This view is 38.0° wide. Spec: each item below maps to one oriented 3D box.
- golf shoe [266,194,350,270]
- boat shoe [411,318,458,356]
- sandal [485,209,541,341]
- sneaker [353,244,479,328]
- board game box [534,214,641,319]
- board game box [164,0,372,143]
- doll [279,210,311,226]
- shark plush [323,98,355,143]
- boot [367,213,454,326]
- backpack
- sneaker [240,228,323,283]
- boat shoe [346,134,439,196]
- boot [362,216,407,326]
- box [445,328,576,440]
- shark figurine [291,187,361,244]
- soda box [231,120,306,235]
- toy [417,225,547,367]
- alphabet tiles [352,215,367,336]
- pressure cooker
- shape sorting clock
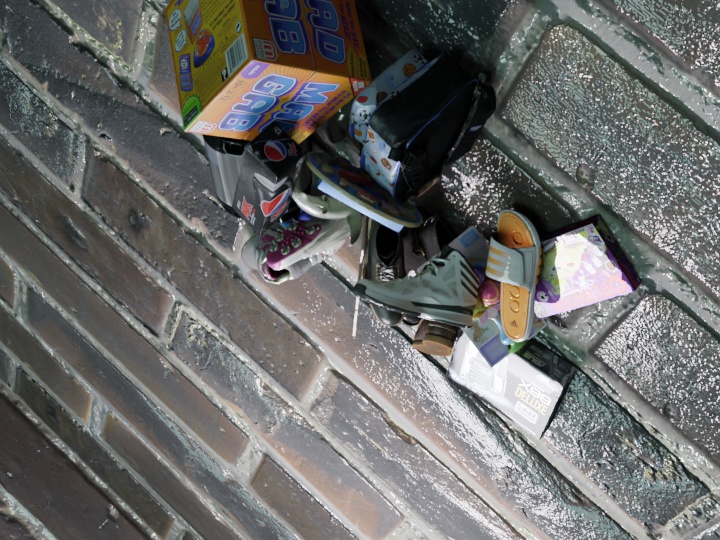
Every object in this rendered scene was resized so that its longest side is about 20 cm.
[{"bbox_3d":[-0.069,-0.052,1.743,0.075,0.199,0.092,27,149,46],"label":"golf shoe"},{"bbox_3d":[0.132,0.103,1.768,0.069,0.071,0.200,14,169,-4],"label":"boat shoe"},{"bbox_3d":[0.224,0.016,1.558,0.079,0.059,0.210,16,117,45],"label":"sandal"},{"bbox_3d":[0.089,0.011,1.578,0.197,0.117,0.076,14,178,-19],"label":"sneaker"},{"bbox_3d":[0.306,-0.001,1.548,0.120,0.032,0.199,51,144,-11],"label":"board game box"},{"bbox_3d":[-0.135,-0.320,1.477,0.199,0.198,0.203,-32,64,47],"label":"board game box"},{"bbox_3d":[-0.121,-0.114,1.861,0.198,0.048,0.138,15,139,45],"label":"doll"},{"bbox_3d":[-0.066,-0.298,1.596,0.083,0.091,0.201,-33,93,40],"label":"shark plush"},{"bbox_3d":[0.103,0.006,1.726,0.173,0.069,0.202,-2,120,47],"label":"boot"},{"bbox_3d":[0.071,-0.199,1.479,0.154,0.199,0.191,44,156,21],"label":"backpack"},{"bbox_3d":[-0.166,-0.023,1.956,0.198,0.088,0.082,-2,122,47],"label":"sneaker"},{"bbox_3d":[0.032,-0.190,1.620,0.199,0.064,0.072,36,143,15],"label":"boat shoe"},{"bbox_3d":[0.039,0.003,1.631,0.076,0.138,0.204,-7,104,1],"label":"boot"},{"bbox_3d":[0.248,0.170,1.744,0.199,0.050,0.159,35,142,19],"label":"box"},{"bbox_3d":[-0.069,-0.115,1.651,0.089,0.212,0.131,7,89,53],"label":"shark figurine"},{"bbox_3d":[-0.138,-0.132,1.548,0.071,0.063,0.200,44,156,8],"label":"soda box"},{"bbox_3d":[0.193,0.046,1.638,0.201,0.115,0.047,52,-173,-9],"label":"toy"},{"bbox_3d":[0.000,0.000,1.738,0.007,0.202,0.169,6,137,-1],"label":"alphabet tiles"},{"bbox_3d":[-0.168,-0.182,1.733,0.175,0.177,0.202,0,133,7],"label":"pressure cooker"},{"bbox_3d":[0.007,-0.123,1.542,0.199,0.200,0.040,37,110,14],"label":"shape sorting clock"}]
